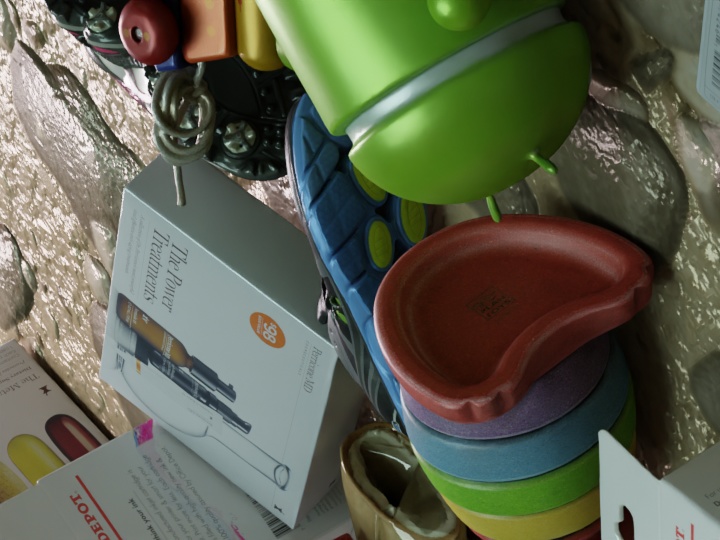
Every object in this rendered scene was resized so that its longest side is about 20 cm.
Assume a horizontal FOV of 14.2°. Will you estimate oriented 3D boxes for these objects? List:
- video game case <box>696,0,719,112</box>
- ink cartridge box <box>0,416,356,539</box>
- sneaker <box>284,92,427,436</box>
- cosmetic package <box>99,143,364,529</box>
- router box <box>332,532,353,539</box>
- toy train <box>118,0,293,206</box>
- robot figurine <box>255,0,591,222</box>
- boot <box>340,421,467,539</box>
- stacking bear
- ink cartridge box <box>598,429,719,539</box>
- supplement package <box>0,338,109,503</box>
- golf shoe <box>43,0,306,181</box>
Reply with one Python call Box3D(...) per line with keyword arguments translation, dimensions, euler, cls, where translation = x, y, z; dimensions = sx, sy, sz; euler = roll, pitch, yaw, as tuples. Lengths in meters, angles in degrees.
Box3D(translation=(0.191, -0.089, 1.020), dimensions=(0.182, 0.024, 0.200), euler=(45, 151, 34), cls="video game case")
Box3D(translation=(-0.112, 0.154, 1.684), dimensions=(0.115, 0.200, 0.068), euler=(53, 155, 20), cls="ink cartridge box")
Box3D(translation=(0.000, 0.000, 1.448), dimensions=(0.083, 0.071, 0.200), euler=(14, 131, 52), cls="sneaker")
Box3D(translation=(-0.068, 0.039, 1.602), dimensions=(0.151, 0.052, 0.200), euler=(35, 148, 14), cls="cosmetic package")
Box3D(translation=(-0.032, 0.266, 1.522), dimensions=(0.200, 0.179, 0.049), euler=(57, 152, 13), cls="router box")
Box3D(translation=(-0.050, -0.113, 1.393), dimensions=(0.116, 0.085, 0.201), euler=(19, 120, 40), cls="toy train")
Box3D(translation=(0.020, -0.116, 1.223), dimensions=(0.200, 0.116, 0.175), euler=(60, 162, 4), cls="robot figurine")
Box3D(translation=(0.047, 0.207, 1.589), dimensions=(0.175, 0.066, 0.200), euler=(41, 148, 39), cls="boot")
Box3D(translation=(0.082, 0.082, 1.335), dimensions=(0.114, 0.121, 0.200), euler=(33, 151, 45), cls="stacking bear")
Box3D(translation=(0.188, 0.143, 1.220), dimensions=(0.200, 0.067, 0.117), euler=(41, 149, 39), cls="ink cartridge box")
Box3D(translation=(-0.232, 0.164, 2.053), dimensions=(0.200, 0.114, 0.110), euler=(42, 150, 37), cls="supplement package")
Box3D(translation=(-0.082, -0.103, 1.532), dimensions=(0.200, 0.077, 0.088), euler=(43, 173, 37), cls="golf shoe")
